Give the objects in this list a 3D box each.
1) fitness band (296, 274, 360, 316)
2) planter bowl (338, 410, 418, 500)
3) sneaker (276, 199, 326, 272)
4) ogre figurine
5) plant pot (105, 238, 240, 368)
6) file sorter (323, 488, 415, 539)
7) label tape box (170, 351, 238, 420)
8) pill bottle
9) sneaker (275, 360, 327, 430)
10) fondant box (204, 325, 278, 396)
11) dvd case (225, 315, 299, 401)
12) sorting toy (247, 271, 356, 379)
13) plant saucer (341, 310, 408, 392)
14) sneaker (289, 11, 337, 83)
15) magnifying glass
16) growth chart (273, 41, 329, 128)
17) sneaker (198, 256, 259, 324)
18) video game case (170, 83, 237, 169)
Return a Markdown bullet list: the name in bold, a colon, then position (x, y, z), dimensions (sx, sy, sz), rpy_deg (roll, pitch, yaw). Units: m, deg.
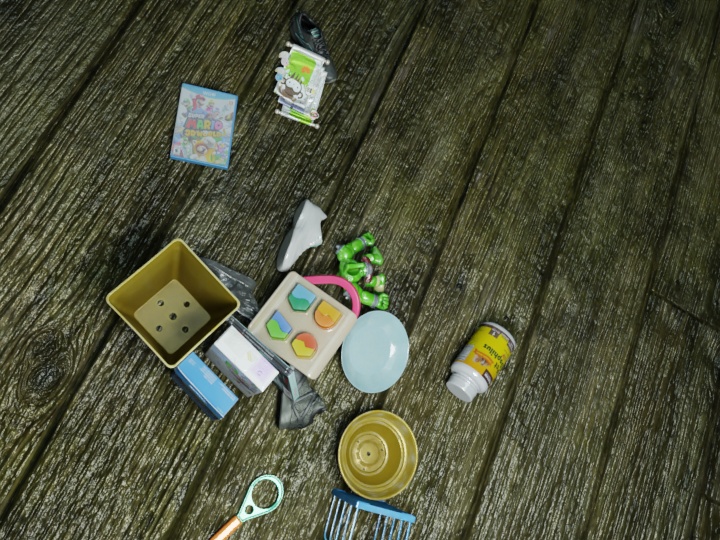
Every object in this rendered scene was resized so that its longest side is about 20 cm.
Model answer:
- **fitness band**: position (-0.098, 0.084, 1.562), dimensions (0.198, 0.037, 0.145), rpy_deg (-3, 90, 8)
- **planter bowl**: position (0.031, 0.438, 1.533), dimensions (0.198, 0.083, 0.203), rpy_deg (5, 75, -17)
- **sneaker**: position (-0.140, -0.076, 1.611), dimensions (0.088, 0.075, 0.202), rpy_deg (31, 68, -22)
- **ogre figurine**: position (0.000, 0.000, 1.623), dimensions (0.119, 0.098, 0.203), rpy_deg (0, 88, -30)
- **plant pot**: position (-0.410, 0.086, 1.417), dimensions (0.200, 0.176, 0.200), rpy_deg (46, 68, -1)
- **file sorter**: position (0.012, 0.576, 1.432), dimensions (0.137, 0.200, 0.124), rpy_deg (19, 74, -13)
- **label tape box**: position (-0.336, 0.250, 1.390), dimensions (0.143, 0.200, 0.066), rpy_deg (47, 66, -3)
- **pill bottle**: position (0.307, 0.238, 1.662), dimensions (0.109, 0.109, 0.200), rpy_deg (42, 68, -5)
- **sneaker**: position (-0.135, 0.275, 1.523), dimensions (0.113, 0.076, 0.202), rpy_deg (7, 78, -19)
- **fondant box**: position (-0.267, 0.205, 1.425), dimensions (0.144, 0.200, 0.058), rpy_deg (45, 68, -4)
- **dvd case**: position (-0.218, 0.198, 1.434), dimensions (0.199, 0.147, 0.022), rpy_deg (39, 65, 22)
- **sorting toy**: position (-0.134, 0.123, 1.498), dimensions (0.199, 0.037, 0.186), rpy_deg (35, 71, 6)
- **plant saucer**: position (0.030, 0.199, 1.596), dimensions (0.199, 0.039, 0.204), rpy_deg (-2, 94, -31)
- **sneaker**: position (-0.125, -0.600, 1.734), dimensions (0.075, 0.079, 0.201), rpy_deg (-34, 91, -24)
- **magnifying glass**: position (-0.257, 0.542, 1.444), dimensions (0.200, 0.022, 0.080), rpy_deg (-40, 92, -22)
- **growth chart**: position (-0.160, -0.491, 1.704), dimensions (0.143, 0.018, 0.202), rpy_deg (11, 92, -14)
- **sneaker**: position (-0.322, 0.050, 1.519), dimensions (0.198, 0.060, 0.105), rpy_deg (24, 66, -16)
- **video game case**: position (-0.391, -0.362, 1.618), dimensions (0.142, 0.018, 0.202), rpy_deg (9, 74, -16)
